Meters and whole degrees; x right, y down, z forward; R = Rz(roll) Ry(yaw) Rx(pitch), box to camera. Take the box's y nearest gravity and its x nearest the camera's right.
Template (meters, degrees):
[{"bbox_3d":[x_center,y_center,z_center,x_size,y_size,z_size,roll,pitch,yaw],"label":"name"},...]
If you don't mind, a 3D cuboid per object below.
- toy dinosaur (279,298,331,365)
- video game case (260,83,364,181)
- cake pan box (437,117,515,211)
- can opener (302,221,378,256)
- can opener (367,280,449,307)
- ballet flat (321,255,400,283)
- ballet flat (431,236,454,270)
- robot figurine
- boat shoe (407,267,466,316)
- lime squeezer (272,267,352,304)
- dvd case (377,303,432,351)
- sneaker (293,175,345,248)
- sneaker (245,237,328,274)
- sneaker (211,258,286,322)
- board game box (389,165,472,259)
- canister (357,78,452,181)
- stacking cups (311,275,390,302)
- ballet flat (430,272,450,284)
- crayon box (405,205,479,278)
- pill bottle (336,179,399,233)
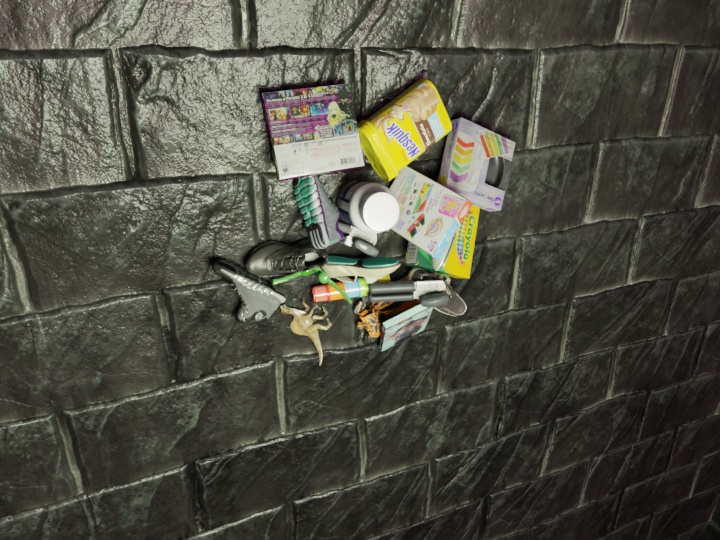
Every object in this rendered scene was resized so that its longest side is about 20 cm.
[{"bbox_3d":[-0.126,0.140,1.309,0.100,0.058,0.201,-31,114,8],"label":"toy dinosaur"},{"bbox_3d":[-0.101,-0.300,1.105,0.198,0.036,0.184,-14,96,-18],"label":"video game case"},{"bbox_3d":[0.295,-0.262,1.290,0.198,0.052,0.186,15,89,-28],"label":"cake pan box"},{"bbox_3d":[-0.041,-0.090,1.238,0.198,0.066,0.053,18,102,-23],"label":"can opener"},{"bbox_3d":[0.119,0.059,1.254,0.197,0.067,0.054,-3,122,-7],"label":"can opener"},{"bbox_3d":[0.000,0.000,1.252,0.197,0.070,0.070,4,114,13],"label":"ballet flat"},{"bbox_3d":[0.202,-0.095,1.241,0.069,0.069,0.202,37,69,-31],"label":"ballet flat"},{"bbox_3d":[0.077,0.101,1.368,0.199,0.058,0.146,-33,118,-8],"label":"robot figurine"},{"bbox_3d":[0.209,0.063,1.335,0.199,0.065,0.072,39,89,-22],"label":"boat shoe"},{"bbox_3d":[-0.108,0.023,1.242,0.198,0.071,0.038,16,140,-7],"label":"lime squeezer"},{"bbox_3d":[0.118,0.150,1.360,0.145,0.022,0.201,-25,156,-13],"label":"dvd case"},{"bbox_3d":[-0.093,-0.153,1.175,0.087,0.074,0.203,-15,94,-42],"label":"sneaker"},{"bbox_3d":[-0.168,-0.028,1.190,0.198,0.091,0.077,-14,117,-16],"label":"sneaker"},{"bbox_3d":[-0.278,0.062,1.190,0.199,0.075,0.116,31,99,-31],"label":"sneaker"},{"bbox_3d":[0.144,-0.142,1.217,0.154,0.199,0.040,-58,148,8],"label":"board game box"},{"bbox_3d":[0.101,-0.328,1.186,0.199,0.087,0.149,-38,121,-6],"label":"canister"},{"bbox_3d":[-0.023,0.048,1.290,0.197,0.061,0.061,-11,115,-12],"label":"stacking cups"},{"bbox_3d":[0.227,0.000,1.389,0.075,0.064,0.202,-4,112,-28],"label":"ballet flat"},{"bbox_3d":[0.213,-0.095,1.308,0.171,0.058,0.203,13,84,-26],"label":"crayon box"},{"bbox_3d":[0.019,-0.143,1.150,0.110,0.200,0.113,-3,104,-14],"label":"pill bottle"}]
